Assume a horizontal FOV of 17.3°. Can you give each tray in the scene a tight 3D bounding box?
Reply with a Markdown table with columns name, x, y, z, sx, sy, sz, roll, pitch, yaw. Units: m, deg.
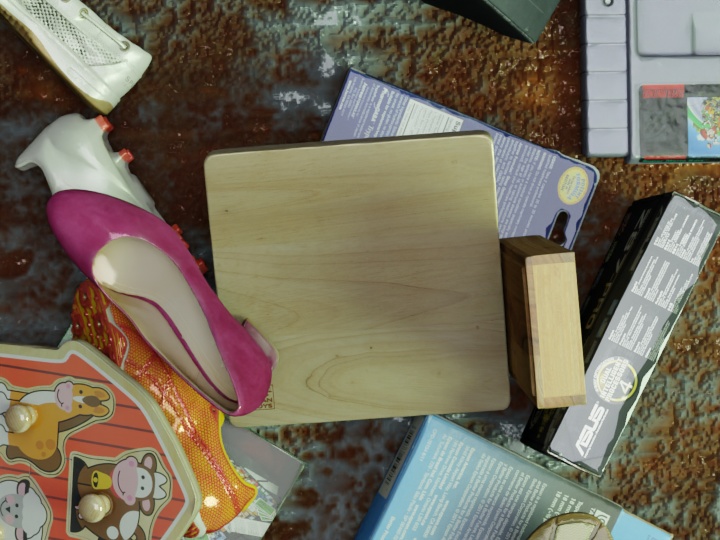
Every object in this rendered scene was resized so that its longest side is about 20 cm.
| name | x | y | z | sx | sy | sz | roll | pitch | yaw |
| --- | --- | --- | --- | --- | --- | --- | --- | --- | --- |
| tray | 0.121 | 0.032 | 1.614 | 0.037 | 0.200 | 0.099 | -6 | 94 | -2 |

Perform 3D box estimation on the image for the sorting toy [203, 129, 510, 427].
| name | x | y | z | sx | sy | sz | roll | pitch | yaw |
| --- | --- | --- | --- | --- | --- | --- | --- | --- | --- |
| sorting toy | 0.000 | 0.000 | 1.674 | 0.199 | 0.070 | 0.199 | -4 | 106 | 3 |

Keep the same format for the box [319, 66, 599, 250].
| name | x | y | z | sx | sy | sz | roll | pitch | yaw |
| --- | --- | --- | --- | --- | --- | --- | --- | --- | --- |
| box | 0.062 | -0.055 | 1.724 | 0.200 | 0.032 | 0.121 | 22 | 89 | -3 |

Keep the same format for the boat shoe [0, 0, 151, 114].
| name | x | y | z | sx | sy | sz | roll | pitch | yaw |
| --- | --- | --- | --- | --- | --- | --- | --- | --- | --- |
| boat shoe | -0.231 | -0.203 | 1.685 | 0.069 | 0.071 | 0.200 | -45 | 102 | -5 |

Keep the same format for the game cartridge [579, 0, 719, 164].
| name | x | y | z | sx | sy | sz | roll | pitch | yaw |
| --- | --- | --- | --- | --- | --- | --- | --- | --- | --- |
| game cartridge | 0.262 | -0.144 | 1.743 | 0.199 | 0.038 | 0.130 | -1 | 86 | -5 |

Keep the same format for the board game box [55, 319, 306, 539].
| name | x | y | z | sx | sy | sz | roll | pitch | yaw |
| --- | --- | --- | --- | --- | --- | --- | --- | --- | --- |
| board game box | -0.150 | 0.131 | 1.711 | 0.200 | 0.023 | 0.105 | 33 | 88 | -4 |

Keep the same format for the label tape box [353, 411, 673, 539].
| name | x | y | z | sx | sy | sz | roll | pitch | yaw |
| --- | --- | --- | --- | --- | --- | --- | --- | --- | --- |
| label tape box | 0.102 | 0.207 | 1.711 | 0.200 | 0.063 | 0.145 | 27 | 88 | -7 |

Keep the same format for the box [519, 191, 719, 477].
| name | x | y | z | sx | sy | sz | roll | pitch | yaw |
| --- | --- | --- | --- | --- | --- | --- | --- | --- | --- |
| box | 0.183 | 0.045 | 1.670 | 0.049 | 0.161 | 0.200 | 26 | 88 | -4 |

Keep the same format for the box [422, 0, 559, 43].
| name | x | y | z | sx | sy | sz | roll | pitch | yaw |
| --- | --- | --- | --- | --- | --- | --- | --- | --- | --- |
| box | 0.083 | -0.296 | 1.636 | 0.117 | 0.197 | 0.200 | 27 | 87 | 40 |

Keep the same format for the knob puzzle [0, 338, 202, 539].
| name | x | y | z | sx | sy | sz | roll | pitch | yaw |
| --- | --- | --- | --- | --- | --- | --- | --- | --- | --- |
| knob puzzle | -0.205 | 0.147 | 1.646 | 0.219 | 0.030 | 0.220 | 3 | 98 | 23 |

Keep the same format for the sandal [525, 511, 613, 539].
| name | x | y | z | sx | sy | sz | roll | pitch | yaw |
| --- | --- | --- | --- | --- | --- | --- | --- | --- | --- |
| sandal | 0.140 | 0.262 | 1.662 | 0.080 | 0.054 | 0.201 | -2 | 106 | -1 |

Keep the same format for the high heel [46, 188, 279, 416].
| name | x | y | z | sx | sy | sz | roll | pitch | yaw |
| --- | --- | --- | --- | --- | --- | --- | --- | --- | --- |
| high heel | -0.142 | 0.023 | 1.604 | 0.200 | 0.096 | 0.067 | 45 | 109 | -5 |

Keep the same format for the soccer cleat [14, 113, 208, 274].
| name | x | y | z | sx | sy | sz | roll | pitch | yaw |
| --- | --- | --- | --- | --- | --- | --- | --- | --- | --- |
| soccer cleat | -0.169 | -0.020 | 1.692 | 0.077 | 0.069 | 0.200 | -34 | 86 | 2 |

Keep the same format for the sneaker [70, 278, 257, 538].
| name | x | y | z | sx | sy | sz | roll | pitch | yaw |
| --- | --- | --- | --- | --- | --- | --- | --- | --- | --- |
| sneaker | -0.143 | 0.092 | 1.678 | 0.077 | 0.073 | 0.200 | -26 | 89 | -35 |
